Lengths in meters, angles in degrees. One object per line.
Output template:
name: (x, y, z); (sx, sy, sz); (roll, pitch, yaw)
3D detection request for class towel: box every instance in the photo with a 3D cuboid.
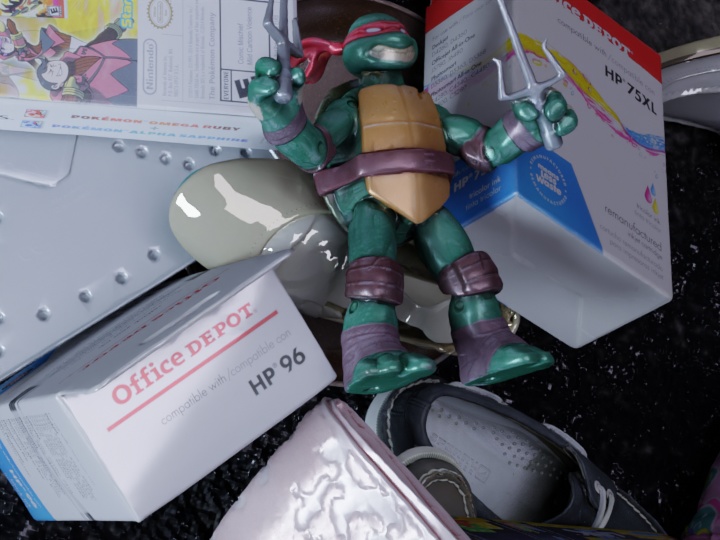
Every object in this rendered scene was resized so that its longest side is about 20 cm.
towel: (-0.016, 0.193, 0.986); (0.191, 0.032, 0.200); (47, 106, 25)

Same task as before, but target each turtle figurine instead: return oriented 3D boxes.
turtle figurine: (0.022, -0.049, 0.971); (0.148, 0.101, 0.202); (-7, 79, -13)

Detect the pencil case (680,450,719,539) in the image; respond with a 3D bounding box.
pencil case: (0.246, 0.079, 1.194); (0.087, 0.087, 0.201); (31, 74, -19)

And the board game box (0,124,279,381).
board game box: (-0.163, -0.067, 1.030); (0.199, 0.026, 0.201); (-32, 84, -23)

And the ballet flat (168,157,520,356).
ballet flat: (0.000, 0.000, 1.036); (0.199, 0.069, 0.070); (18, 76, -39)

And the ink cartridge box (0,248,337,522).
ink cartridge box: (-0.091, 0.055, 0.979); (0.116, 0.200, 0.068); (-36, 99, -23)

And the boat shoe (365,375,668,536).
boat shoe: (0.093, 0.121, 1.134); (0.199, 0.060, 0.076); (28, 74, -19)

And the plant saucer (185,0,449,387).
plant saucer: (-0.010, -0.040, 1.120); (0.198, 0.032, 0.202); (3, 82, -25)

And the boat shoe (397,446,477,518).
boat shoe: (0.027, 0.190, 1.071); (0.071, 0.060, 0.204); (7, 97, -21)

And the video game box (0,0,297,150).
video game box: (-0.122, -0.161, 1.035); (0.180, 0.047, 0.202); (5, 71, -18)

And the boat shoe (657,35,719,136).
boat shoe: (0.237, -0.092, 1.216); (0.198, 0.075, 0.069); (-3, 80, -26)

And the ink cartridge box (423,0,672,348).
ink cartridge box: (0.093, -0.077, 1.099); (0.116, 0.067, 0.201); (31, 46, -33)

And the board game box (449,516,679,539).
board game box: (0.090, 0.209, 1.058); (0.199, 0.056, 0.167); (10, 95, -47)
